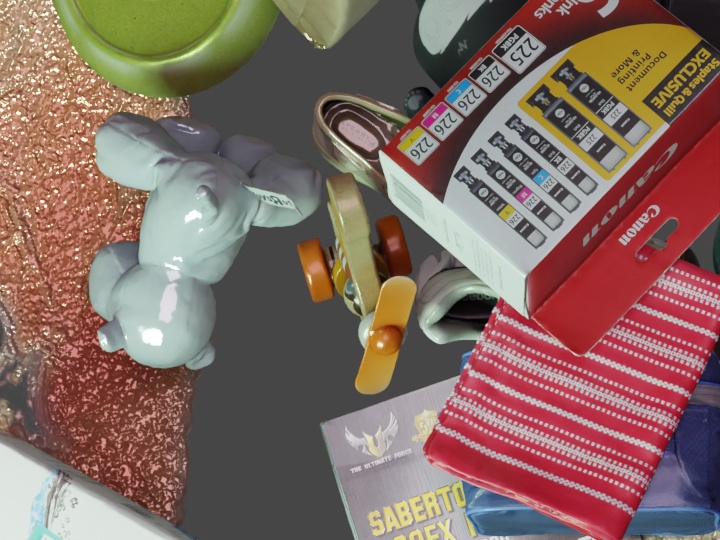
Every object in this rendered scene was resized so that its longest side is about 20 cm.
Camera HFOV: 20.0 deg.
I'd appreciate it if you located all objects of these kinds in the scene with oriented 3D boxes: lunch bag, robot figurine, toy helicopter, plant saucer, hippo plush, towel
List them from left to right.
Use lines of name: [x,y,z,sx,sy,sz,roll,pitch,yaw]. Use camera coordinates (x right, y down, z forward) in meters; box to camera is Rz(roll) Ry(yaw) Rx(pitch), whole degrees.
plant saucer: [-0.150,-0.231,1.527,0.198,0.031,0.202,1,92,19]
hippo plush: [-0.114,-0.010,1.477,0.158,0.200,0.162,6,108,-36]
toy helicopter: [0.000,0.000,1.436,0.078,0.200,0.133,-15,64,-1]
robot figurine: [0.117,-0.156,1.482,0.200,0.124,0.151,50,123,32]
towel: [0.143,0.066,1.327,0.144,0.023,0.201,24,73,15]
lunch bag: [0.151,0.109,1.398,0.198,0.136,0.134,0,75,6]

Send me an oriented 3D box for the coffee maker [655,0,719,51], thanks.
coffee maker: [0.308,-0.167,1.487,0.198,0.135,0.194,9,83,3]

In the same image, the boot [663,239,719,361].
boot: [0.270,0.074,1.498,0.096,0.075,0.202,2,69,-24]

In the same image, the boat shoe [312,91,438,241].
boat shoe: [0.052,-0.072,1.513,0.199,0.065,0.073,31,84,5]

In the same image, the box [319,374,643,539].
box: [0.087,0.156,1.487,0.198,0.048,0.160,-18,82,-1]

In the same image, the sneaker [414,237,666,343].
sneaker: [0.135,0.021,1.475,0.198,0.081,0.076,-9,107,9]

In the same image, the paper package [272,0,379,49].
paper package: [0.016,-0.268,1.405,0.103,0.191,0.200,45,84,-1]

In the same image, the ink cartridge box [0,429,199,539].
ink cartridge box: [-0.219,0.217,1.437,0.199,0.147,0.147,29,84,6]

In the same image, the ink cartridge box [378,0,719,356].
ink cartridge box: [0.144,-0.077,1.328,0.175,0.084,0.200,41,79,18]

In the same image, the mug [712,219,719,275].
mug: [0.331,-0.008,1.458,0.151,0.185,0.115,-30,56,4]
